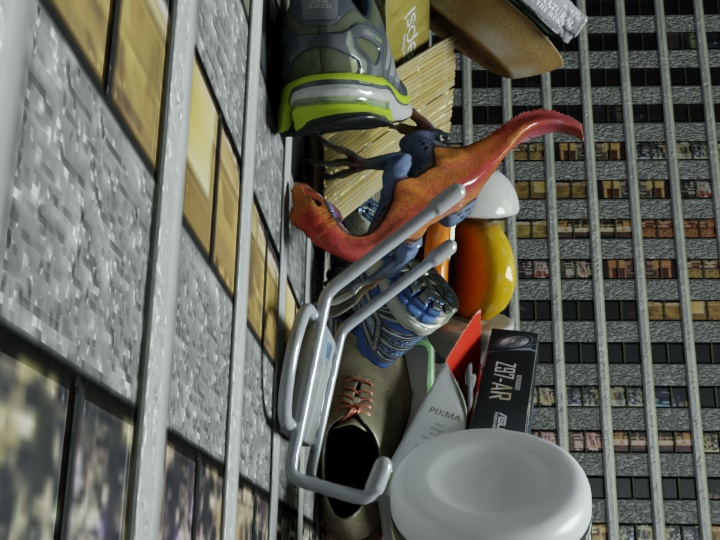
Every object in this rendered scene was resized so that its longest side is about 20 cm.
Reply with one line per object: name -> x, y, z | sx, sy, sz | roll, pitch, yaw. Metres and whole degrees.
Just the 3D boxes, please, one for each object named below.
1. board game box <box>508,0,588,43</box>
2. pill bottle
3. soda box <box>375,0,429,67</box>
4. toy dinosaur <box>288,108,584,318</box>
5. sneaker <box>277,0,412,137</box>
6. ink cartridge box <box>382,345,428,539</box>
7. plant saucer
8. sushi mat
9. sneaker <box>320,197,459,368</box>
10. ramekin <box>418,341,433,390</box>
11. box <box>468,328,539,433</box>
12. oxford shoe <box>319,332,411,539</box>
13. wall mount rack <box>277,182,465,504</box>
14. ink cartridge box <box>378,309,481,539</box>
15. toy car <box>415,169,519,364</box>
board game box -> 0.070, -0.250, 0.740 | 0.028, 0.199, 0.135 | -54, -150, 7
pill bottle -> 0.077, 0.205, 0.571 | 0.113, 0.111, 0.202 | -83, 170, -67
soda box -> 0.012, -0.165, 0.769 | 0.068, 0.064, 0.201 | -52, 155, -31
toy dinosaur -> 0.032, -0.059, 0.611 | 0.105, 0.199, 0.182 | 57, 19, -10
sneaker -> -0.007, -0.124, 0.564 | 0.200, 0.073, 0.082 | -83, 170, -79
ink cartridge box -> 0.020, 0.189, 0.903 | 0.146, 0.083, 0.201 | -81, 171, -55
plant saucer -> 0.078, -0.216, 0.811 | 0.036, 0.200, 0.200 | -54, -178, 8
sushi mat -> 0.022, -0.107, 0.736 | 0.200, 0.012, 0.096 | -41, 141, -46
sneaker -> 0.000, 0.000, 0.756 | 0.085, 0.077, 0.200 | -52, -151, 16
ramekin -> 0.044, 0.139, 1.258 | 0.200, 0.097, 0.202 | 0, 90, -87
box -> 0.117, 0.175, 0.821 | 0.160, 0.043, 0.202 | -63, 155, -61
oxford shoe -> 0.004, 0.112, 0.764 | 0.075, 0.070, 0.202 | 79, 11, -62
wall mount rack -> 0.006, 0.043, 0.562 | 0.200, 0.074, 0.175 | 80, 22, -77
ink cartridge box -> 0.080, 0.158, 0.801 | 0.200, 0.050, 0.163 | -52, 148, -38
toy car -> 0.054, -0.010, 0.908 | 0.200, 0.149, 0.177 | -150, -122, -67
